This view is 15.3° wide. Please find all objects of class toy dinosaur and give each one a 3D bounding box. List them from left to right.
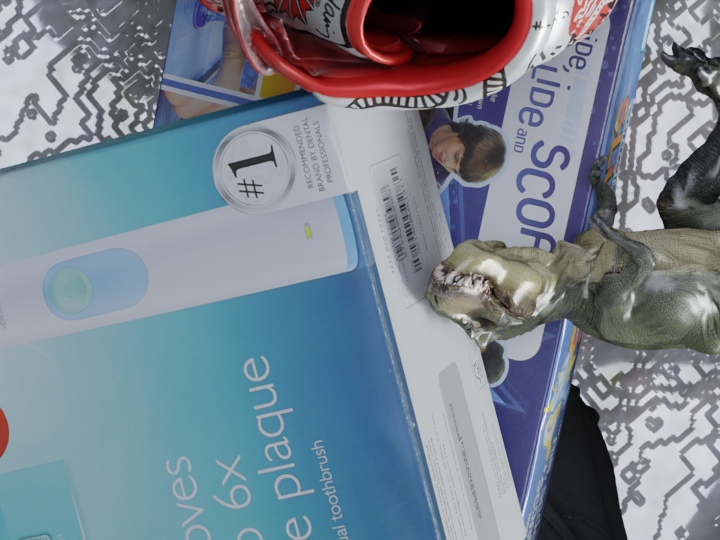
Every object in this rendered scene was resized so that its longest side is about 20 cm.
[{"bbox_3d":[0.112,-0.009,0.742,0.199,0.047,0.089,10,107,-18],"label":"toy dinosaur"}]

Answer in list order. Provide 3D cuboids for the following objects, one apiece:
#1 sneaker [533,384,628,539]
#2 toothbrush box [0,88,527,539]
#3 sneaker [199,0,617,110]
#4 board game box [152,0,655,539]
[{"bbox_3d":[0.036,0.046,0.852,0.076,0.091,0.201,-15,96,29],"label":"sneaker"},{"bbox_3d":[-0.071,0.038,0.750,0.199,0.085,0.147,-12,95,19],"label":"toothbrush box"},{"bbox_3d":[-0.031,-0.095,0.700,0.200,0.108,0.068,14,113,14],"label":"sneaker"},{"bbox_3d":[0.000,0.000,0.786,0.135,0.034,0.201,15,103,12],"label":"board game box"}]
